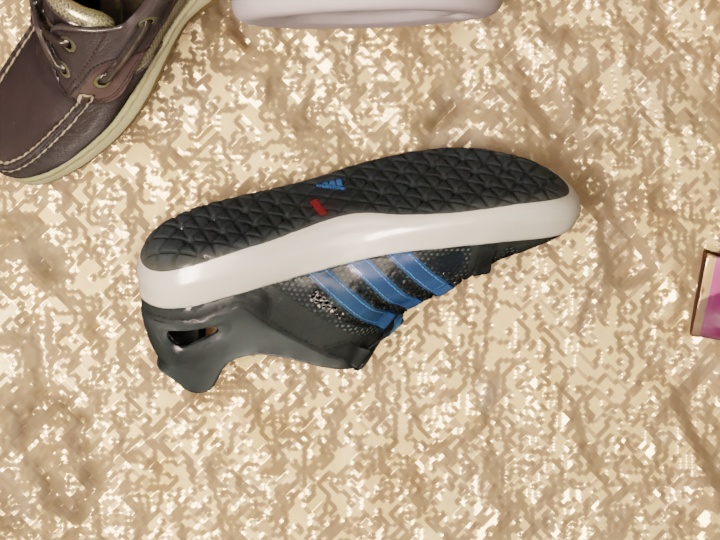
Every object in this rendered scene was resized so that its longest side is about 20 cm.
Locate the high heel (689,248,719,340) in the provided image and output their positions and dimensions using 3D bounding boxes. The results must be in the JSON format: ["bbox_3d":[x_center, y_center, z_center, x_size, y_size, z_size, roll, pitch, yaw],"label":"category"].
[{"bbox_3d":[0.213,-0.053,1.276,0.096,0.067,0.201,12,94,3],"label":"high heel"}]

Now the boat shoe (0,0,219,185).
[{"bbox_3d":[-0.109,-0.115,1.201,0.200,0.065,0.073,-49,58,27],"label":"boat shoe"}]

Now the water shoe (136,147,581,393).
[{"bbox_3d":[0.000,0.000,1.266,0.199,0.072,0.079,-10,119,-8],"label":"water shoe"}]

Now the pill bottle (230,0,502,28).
[{"bbox_3d":[0.000,-0.208,1.227,0.119,0.120,0.201,-2,91,-7],"label":"pill bottle"}]
